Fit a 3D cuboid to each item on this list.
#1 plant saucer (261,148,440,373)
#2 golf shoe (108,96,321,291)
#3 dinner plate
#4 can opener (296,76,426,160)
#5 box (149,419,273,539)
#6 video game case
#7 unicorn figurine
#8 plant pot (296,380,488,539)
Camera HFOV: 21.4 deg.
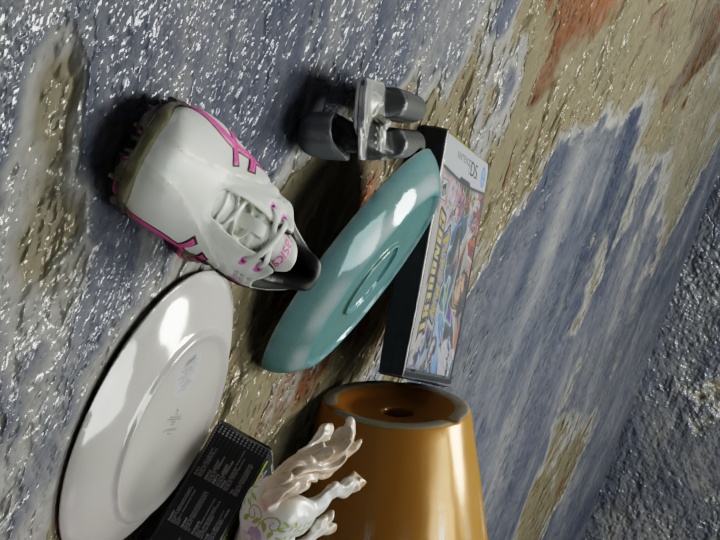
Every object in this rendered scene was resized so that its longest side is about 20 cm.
[{"bbox_3d":[0.000,0.000,1.388,0.200,0.027,0.200,-50,171,-11],"label":"plant saucer"},{"bbox_3d":[-0.074,-0.038,1.063,0.073,0.092,0.200,-62,163,-5],"label":"golf shoe"},{"bbox_3d":[-0.127,0.095,1.214,0.201,0.024,0.201,-57,162,-30],"label":"dinner plate"},{"bbox_3d":[0.002,-0.102,1.310,0.200,0.066,0.054,-18,109,-81],"label":"can opener"},{"bbox_3d":[-0.125,0.217,1.320,0.201,0.044,0.160,-61,171,-16],"label":"box"},{"bbox_3d":[0.064,-0.007,1.587,0.181,0.025,0.202,22,78,-75],"label":"video game case"},{"bbox_3d":[-0.059,0.192,1.291,0.137,0.073,0.201,-41,144,-46],"label":"unicorn figurine"},{"bbox_3d":[0.023,0.197,1.582,0.200,0.199,0.185,-30,126,-64],"label":"plant pot"}]
